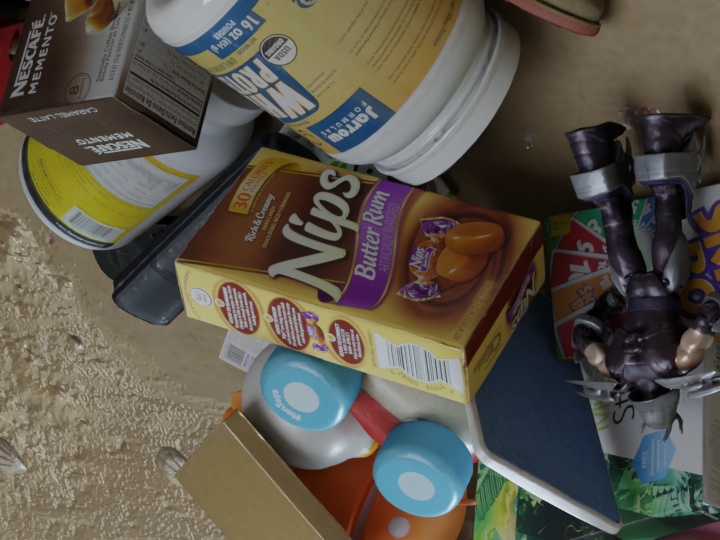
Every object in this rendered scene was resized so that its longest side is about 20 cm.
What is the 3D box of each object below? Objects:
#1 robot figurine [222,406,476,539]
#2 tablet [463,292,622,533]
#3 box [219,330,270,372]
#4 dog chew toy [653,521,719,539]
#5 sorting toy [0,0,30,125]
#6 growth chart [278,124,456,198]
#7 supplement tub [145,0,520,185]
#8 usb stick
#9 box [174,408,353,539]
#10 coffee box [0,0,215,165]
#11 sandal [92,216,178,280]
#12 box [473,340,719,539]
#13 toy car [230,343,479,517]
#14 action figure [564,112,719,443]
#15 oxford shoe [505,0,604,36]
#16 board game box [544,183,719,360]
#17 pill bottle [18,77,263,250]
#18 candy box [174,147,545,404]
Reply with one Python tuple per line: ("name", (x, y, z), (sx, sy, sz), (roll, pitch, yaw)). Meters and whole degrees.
("robot figurine", (-0.008, 0.153, 1.613), (0.200, 0.144, 0.117), (26, 171, 21))
("tablet", (0.102, 0.069, 1.412), (0.130, 0.200, 0.014), (31, 122, -32))
("box", (-0.059, 0.010, 1.564), (0.041, 0.039, 0.200), (26, 147, 2))
("dog chew toy", (0.218, 0.213, 1.430), (0.125, 0.200, 0.125), (18, 125, 27))
("sorting toy", (-0.246, -0.191, 1.497), (0.070, 0.200, 0.199), (12, 105, 12))
("growth chart", (-0.003, -0.065, 1.533), (0.145, 0.018, 0.200), (38, 126, 3))
("supplement tub", (-0.015, -0.156, 1.376), (0.200, 0.145, 0.145), (34, 137, -22))
("usb stick", (-0.103, -0.026, 1.567), (0.055, 0.033, 0.200), (33, 128, -22))
("box", (-0.043, 0.194, 1.539), (0.200, 0.021, 0.163), (50, 156, 3))
("coffee box", (-0.149, -0.178, 1.455), (0.114, 0.200, 0.080), (-5, 154, 41))
("sandal", (-0.122, -0.009, 1.639), (0.200, 0.045, 0.075), (-3, 113, 31))
("box", (0.158, 0.113, 1.461), (0.036, 0.144, 0.200), (27, 144, -34))
("toy car", (-0.005, 0.087, 1.508), (0.177, 0.184, 0.200), (38, 134, -8))
("action figure", (0.180, 0.006, 1.366), (0.130, 0.069, 0.200), (-6, 86, 33))
("oxford shoe", (0.079, -0.221, 1.361), (0.200, 0.070, 0.075), (38, 103, -6))
("board game box", (0.206, -0.002, 1.402), (0.200, 0.030, 0.096), (-10, 80, 37))
("pill bottle", (-0.145, -0.102, 1.561), (0.200, 0.112, 0.112), (-34, 94, 42))
("candy box", (0.000, 0.000, 1.384), (0.200, 0.117, 0.056), (15, 139, 23))
